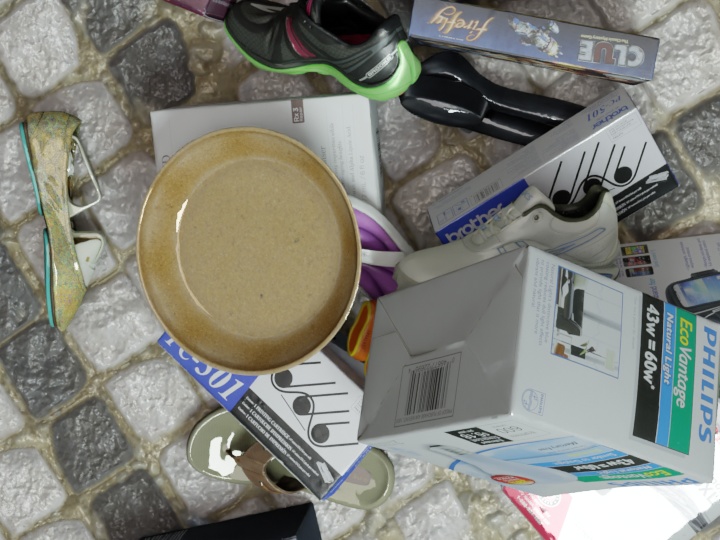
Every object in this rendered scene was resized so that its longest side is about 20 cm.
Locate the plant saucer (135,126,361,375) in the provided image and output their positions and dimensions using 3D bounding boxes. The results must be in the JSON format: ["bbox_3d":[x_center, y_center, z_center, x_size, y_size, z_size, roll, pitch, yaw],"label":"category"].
[{"bbox_3d":[-0.089,-0.017,1.052,0.197,0.035,0.204,2,97,17],"label":"plant saucer"}]

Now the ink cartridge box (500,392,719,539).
[{"bbox_3d":[0.242,0.171,1.130,0.200,0.083,0.146,-42,91,10],"label":"ink cartridge box"}]

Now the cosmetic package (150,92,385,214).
[{"bbox_3d":[-0.080,-0.097,1.137,0.196,0.081,0.115,-6,99,6],"label":"cosmetic package"}]

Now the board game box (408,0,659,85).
[{"bbox_3d":[0.144,-0.192,1.073,0.197,0.135,0.035,12,98,6],"label":"board game box"}]

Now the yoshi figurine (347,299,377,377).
[{"bbox_3d":[0.087,0.096,1.120,0.197,0.112,0.114,14,63,-21],"label":"yoshi figurine"}]

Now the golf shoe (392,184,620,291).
[{"bbox_3d":[0.121,-0.027,1.059,0.197,0.079,0.099,-8,119,-14],"label":"golf shoe"}]

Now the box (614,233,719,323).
[{"bbox_3d":[0.290,0.021,1.090,0.196,0.120,0.042,-8,128,9],"label":"box"}]

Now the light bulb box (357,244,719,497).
[{"bbox_3d":[0.135,0.087,0.971,0.198,0.197,0.127,20,68,-28],"label":"light bulb box"}]

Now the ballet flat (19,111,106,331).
[{"bbox_3d":[-0.268,-0.047,1.176,0.069,0.071,0.204,-6,96,7],"label":"ballet flat"}]

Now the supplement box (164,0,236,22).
[{"bbox_3d":[-0.148,-0.335,1.105,0.129,0.103,0.203,21,99,3],"label":"supplement box"}]

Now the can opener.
[{"bbox_3d":[0.126,-0.136,1.120,0.197,0.064,0.080,15,56,-8],"label":"can opener"}]

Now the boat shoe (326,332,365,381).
[{"bbox_3d":[-0.039,0.102,1.166,0.198,0.071,0.092,30,100,9],"label":"boat shoe"}]

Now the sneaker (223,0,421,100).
[{"bbox_3d":[-0.033,-0.210,1.091,0.198,0.077,0.085,18,139,30],"label":"sneaker"}]

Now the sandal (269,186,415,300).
[{"bbox_3d":[0.005,-0.004,1.104,0.082,0.050,0.202,-33,127,32],"label":"sandal"}]

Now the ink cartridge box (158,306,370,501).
[{"bbox_3d":[-0.072,0.093,1.104,0.200,0.044,0.094,42,96,11],"label":"ink cartridge box"}]

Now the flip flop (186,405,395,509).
[{"bbox_3d":[-0.065,0.177,1.179,0.197,0.058,0.082,16,98,4],"label":"flip flop"}]

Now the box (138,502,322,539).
[{"bbox_3d":[-0.112,0.341,1.181,0.179,0.104,0.203,-12,96,9],"label":"box"}]

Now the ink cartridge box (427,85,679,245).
[{"bbox_3d":[0.166,-0.064,1.106,0.198,0.044,0.094,-32,123,13],"label":"ink cartridge box"}]
